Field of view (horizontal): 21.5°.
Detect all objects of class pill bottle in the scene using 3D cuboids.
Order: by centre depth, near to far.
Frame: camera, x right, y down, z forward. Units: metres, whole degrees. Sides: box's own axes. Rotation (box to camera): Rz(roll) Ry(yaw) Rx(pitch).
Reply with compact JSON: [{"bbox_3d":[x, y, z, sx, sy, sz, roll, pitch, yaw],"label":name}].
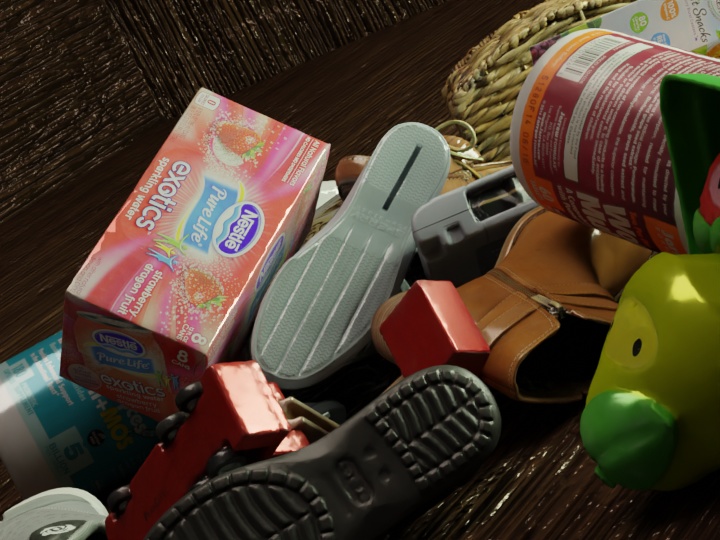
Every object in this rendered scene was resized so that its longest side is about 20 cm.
[{"bbox_3d":[0.182,-0.059,1.018,0.109,0.110,0.200,-32,34,-26],"label":"pill bottle"},{"bbox_3d":[-0.160,0.078,1.308,0.199,0.111,0.111,-30,11,-12],"label":"pill bottle"}]

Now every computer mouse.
[{"bbox_3d":[-0.072,0.106,1.146,0.140,0.046,0.200,-21,13,23],"label":"computer mouse"}]

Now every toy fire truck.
[{"bbox_3d":[-0.036,0.089,0.990,0.140,0.049,0.200,-3,-38,-39],"label":"toy fire truck"}]

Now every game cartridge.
[{"bbox_3d":[0.131,-0.039,1.200,0.199,0.041,0.133,-22,-24,-1],"label":"game cartridge"}]

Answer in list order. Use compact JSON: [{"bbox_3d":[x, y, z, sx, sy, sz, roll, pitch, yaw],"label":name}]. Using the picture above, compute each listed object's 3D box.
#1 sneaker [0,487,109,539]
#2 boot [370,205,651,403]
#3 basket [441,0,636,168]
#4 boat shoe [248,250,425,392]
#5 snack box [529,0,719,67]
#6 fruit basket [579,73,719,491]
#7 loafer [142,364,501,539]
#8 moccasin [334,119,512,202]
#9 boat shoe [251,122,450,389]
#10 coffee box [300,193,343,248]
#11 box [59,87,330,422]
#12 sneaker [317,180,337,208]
[{"bbox_3d":[-0.217,0.185,1.060,0.199,0.075,0.115,-31,14,-22],"label":"sneaker"},{"bbox_3d":[0.118,0.016,1.060,0.199,0.077,0.155,-17,15,-25],"label":"boot"},{"bbox_3d":[0.167,-0.146,1.483,0.199,0.143,0.149,-25,12,8],"label":"basket"},{"bbox_3d":[0.010,0.020,1.275,0.071,0.070,0.200,-16,10,47],"label":"boat shoe"},{"bbox_3d":[0.216,-0.116,1.208,0.142,0.053,0.200,-23,-24,26],"label":"snack box"},{"bbox_3d":[0.175,0.001,0.819,0.214,0.156,0.216,-14,15,4],"label":"fruit basket"},{"bbox_3d":[-0.017,0.122,0.931,0.199,0.073,0.071,-28,-19,0],"label":"loafer"},{"bbox_3d":[0.057,-0.066,1.344,0.201,0.078,0.073,4,-1,-44],"label":"moccasin"},{"bbox_3d":[0.000,0.000,1.208,0.200,0.073,0.067,-53,-12,-21],"label":"boat shoe"},{"bbox_3d":[0.000,-0.009,1.414,0.113,0.080,0.200,-18,14,43],"label":"coffee box"},{"bbox_3d":[-0.106,-0.008,1.240,0.095,0.102,0.200,106,-170,-51],"label":"box"},{"bbox_3d":[-0.056,-0.005,1.584,0.200,0.078,0.099,-44,24,-28],"label":"sneaker"}]
